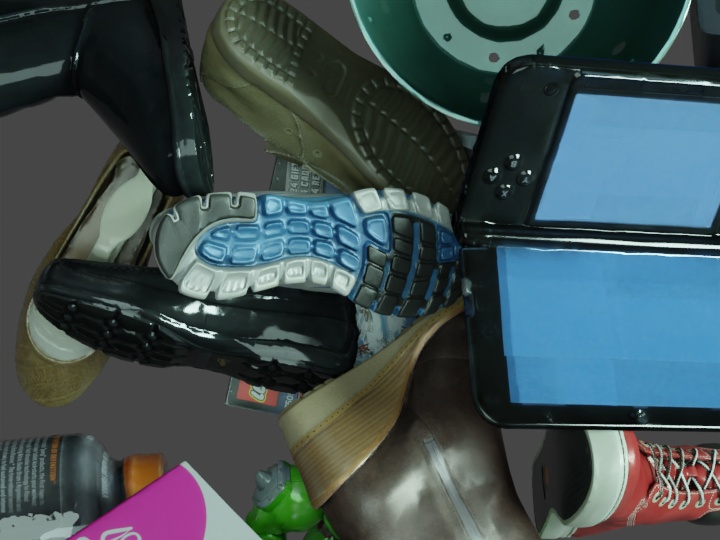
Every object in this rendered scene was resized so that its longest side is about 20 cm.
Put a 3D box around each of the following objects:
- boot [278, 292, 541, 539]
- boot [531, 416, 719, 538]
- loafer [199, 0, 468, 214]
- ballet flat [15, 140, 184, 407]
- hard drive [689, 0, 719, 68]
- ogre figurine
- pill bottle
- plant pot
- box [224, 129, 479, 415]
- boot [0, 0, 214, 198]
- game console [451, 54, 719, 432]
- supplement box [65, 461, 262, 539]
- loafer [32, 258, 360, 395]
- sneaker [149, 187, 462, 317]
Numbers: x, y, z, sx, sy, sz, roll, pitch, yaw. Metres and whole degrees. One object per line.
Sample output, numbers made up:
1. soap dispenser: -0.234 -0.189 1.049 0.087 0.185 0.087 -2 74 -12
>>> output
1. boot: 0.065 0.111 1.134 0.200 0.072 0.167 -31 78 -27
2. boot: 0.184 0.120 1.156 0.143 0.200 0.073 -3 75 -1
3. loafer: -0.016 -0.091 1.158 0.200 0.067 0.076 41 58 -16
4. ballet flat: -0.163 -0.004 1.196 0.068 0.072 0.201 31 93 -3
5. hard drive: 0.216 -0.212 1.142 0.042 0.135 0.201 -2 76 9
6. ogre figurine: 0.002 0.164 1.195 0.199 0.098 0.120 9 130 10
7. pill bottle: -0.216 0.157 1.190 0.199 0.106 0.107 -6 94 -1
8. plant pot: 0.091 -0.182 1.142 0.199 0.161 0.202 0 93 2
9. box: 0.000 0.000 1.217 0.136 0.040 0.201 12 94 -3
10. boot: -0.180 -0.104 1.149 0.167 0.077 0.201 -14 51 -1
11. game console: 0.162 -0.013 1.057 0.199 0.119 0.171 2 128 -18
12. supplement box: -0.110 0.225 1.134 0.101 0.201 0.103 -32 59 -28
13. loafer: -0.097 0.022 1.158 0.199 0.068 0.071 13 61 -13
14. sneaker: -0.030 -0.019 1.124 0.199 0.087 0.075 6 96 -19
